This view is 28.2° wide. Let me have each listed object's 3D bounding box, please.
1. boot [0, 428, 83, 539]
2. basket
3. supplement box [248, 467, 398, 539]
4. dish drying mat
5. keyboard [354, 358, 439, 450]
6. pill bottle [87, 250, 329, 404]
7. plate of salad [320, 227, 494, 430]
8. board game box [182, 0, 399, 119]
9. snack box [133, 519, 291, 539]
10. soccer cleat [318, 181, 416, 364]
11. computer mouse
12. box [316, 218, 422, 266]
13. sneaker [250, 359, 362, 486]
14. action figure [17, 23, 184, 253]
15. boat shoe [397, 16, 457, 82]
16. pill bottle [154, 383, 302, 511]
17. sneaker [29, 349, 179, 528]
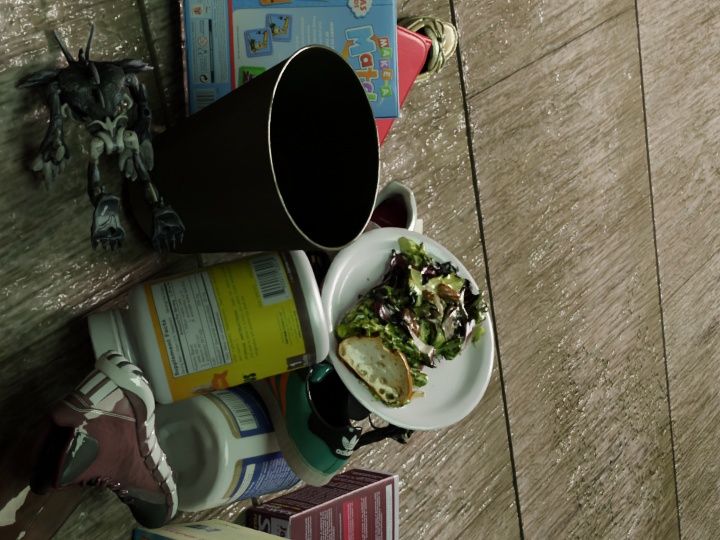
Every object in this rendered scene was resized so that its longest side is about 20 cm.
[{"bbox_3d":[-0.283,0.256,1.209,0.200,0.064,0.187,-60,141,-36],"label":"boot"},{"bbox_3d":[-0.101,-0.086,1.268,0.136,0.199,0.181,20,65,-44],"label":"basket"},{"bbox_3d":[-0.037,0.289,1.551,0.200,0.061,0.109,-10,102,-55],"label":"supplement box"},{"bbox_3d":[0.011,-0.162,1.518,0.077,0.018,0.201,10,112,-52],"label":"dish drying mat"},{"bbox_3d":[0.011,0.123,1.460,0.021,0.200,0.128,10,68,-37],"label":"keyboard"},{"bbox_3d":[-0.134,0.052,1.268,0.199,0.109,0.110,-14,113,-8],"label":"pill bottle"},{"bbox_3d":[0.052,0.051,1.358,0.199,0.048,0.201,13,65,-29],"label":"plate of salad"},{"bbox_3d":[-0.065,-0.215,1.347,0.037,0.199,0.152,-124,-148,-78],"label":"board game box"},{"bbox_3d":[-0.103,0.272,1.336,0.116,0.199,0.037,7,91,-54],"label":"snack box"},{"bbox_3d":[0.000,0.000,1.421,0.086,0.070,0.201,103,9,-70],"label":"soccer cleat"},{"bbox_3d":[-0.029,0.063,1.471,0.034,0.059,0.201,6,51,-39],"label":"computer mouse"},{"bbox_3d":[0.007,0.041,1.550,0.078,0.095,0.201,-7,102,-56],"label":"box"},{"bbox_3d":[-0.054,0.098,1.342,0.071,0.080,0.200,9,43,-47],"label":"sneaker"},{"bbox_3d":[-0.219,-0.105,1.205,0.118,0.102,0.201,-8,61,-27],"label":"action figure"},{"bbox_3d":[0.057,-0.242,1.603,0.200,0.063,0.074,-22,113,-51],"label":"boat shoe"},{"bbox_3d":[-0.107,0.164,1.391,0.200,0.111,0.112,-3,97,-54],"label":"pill bottle"},{"bbox_3d":[-0.224,0.167,1.205,0.115,0.076,0.201,-38,138,-32],"label":"sneaker"}]
